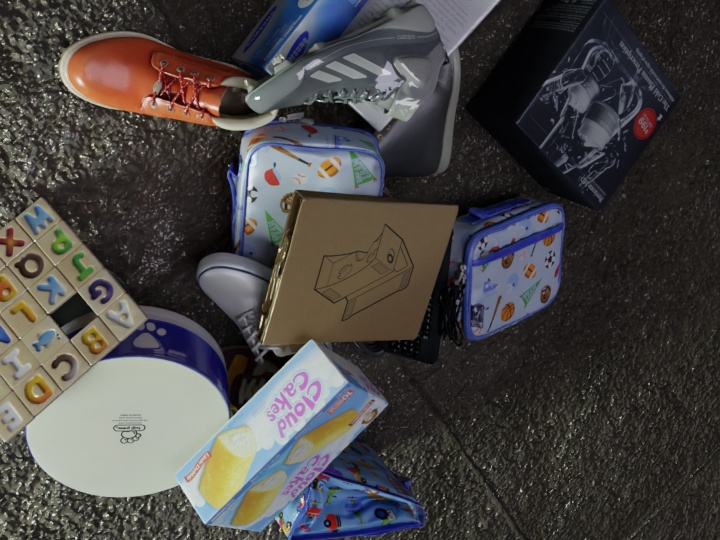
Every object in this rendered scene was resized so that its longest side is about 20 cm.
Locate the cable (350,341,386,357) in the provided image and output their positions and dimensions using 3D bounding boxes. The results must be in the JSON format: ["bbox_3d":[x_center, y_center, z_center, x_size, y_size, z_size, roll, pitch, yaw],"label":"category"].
[{"bbox_3d":[-0.037,0.057,0.993,0.200,0.050,0.097,7,114,-42],"label":"cable"}]

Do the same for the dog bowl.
[{"bbox_3d":[-0.235,0.137,0.841,0.200,0.079,0.200,-7,126,-10],"label":"dog bowl"}]

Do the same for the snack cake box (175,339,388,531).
[{"bbox_3d":[-0.078,0.175,0.852,0.200,0.067,0.115,-45,148,2],"label":"snack cake box"}]

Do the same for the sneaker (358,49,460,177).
[{"bbox_3d":[0.048,-0.194,0.914,0.106,0.075,0.200,-15,117,-26],"label":"sneaker"}]

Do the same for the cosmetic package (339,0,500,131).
[{"bbox_3d":[0.051,-0.249,0.842,0.101,0.071,0.200,43,98,-6],"label":"cosmetic package"}]

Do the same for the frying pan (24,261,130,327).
[{"bbox_3d":[-0.316,0.062,0.831,0.190,0.031,0.115,-42,127,9],"label":"frying pan"}]

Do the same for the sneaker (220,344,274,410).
[{"bbox_3d":[-0.101,0.134,0.949,0.200,0.090,0.075,-2,110,-30],"label":"sneaker"}]

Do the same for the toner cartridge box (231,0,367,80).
[{"bbox_3d":[-0.039,-0.272,0.821,0.043,0.095,0.200,39,87,-34],"label":"toner cartridge box"}]

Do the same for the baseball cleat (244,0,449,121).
[{"bbox_3d":[-0.003,-0.174,0.765,0.200,0.070,0.106,-30,100,-11],"label":"baseball cleat"}]

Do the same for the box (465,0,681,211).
[{"bbox_3d":[0.267,-0.207,1.021,0.200,0.104,0.182,35,91,-35],"label":"box"}]

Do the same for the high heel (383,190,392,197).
[{"bbox_3d":[0.018,-0.028,0.971,0.096,0.067,0.200,-57,139,-12],"label":"high heel"}]

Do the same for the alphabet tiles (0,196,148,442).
[{"bbox_3d":[-0.324,0.052,0.762,0.200,0.167,0.008,-42,166,-9],"label":"alphabet tiles"}]

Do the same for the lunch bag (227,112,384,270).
[{"bbox_3d":[-0.062,-0.066,0.868,0.160,0.076,0.200,3,123,-11],"label":"lunch bag"}]

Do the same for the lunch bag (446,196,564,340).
[{"bbox_3d":[0.175,-0.010,1.037,0.200,0.076,0.160,-21,123,-37],"label":"lunch bag"}]

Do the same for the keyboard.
[{"bbox_3d":[0.071,0.033,0.955,0.040,0.104,0.200,-63,159,-52],"label":"keyboard"}]

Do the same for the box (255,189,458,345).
[{"bbox_3d":[0.000,0.000,0.851,0.200,0.021,0.164,1,116,-36],"label":"box"}]

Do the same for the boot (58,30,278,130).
[{"bbox_3d":[-0.175,-0.175,0.774,0.200,0.107,0.075,3,109,-30],"label":"boot"}]

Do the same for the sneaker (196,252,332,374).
[{"bbox_3d":[-0.096,0.059,0.869,0.073,0.071,0.200,-28,127,26],"label":"sneaker"}]

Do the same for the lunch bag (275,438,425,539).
[{"bbox_3d":[-0.019,0.252,1.009,0.200,0.151,0.094,14,102,-33],"label":"lunch bag"}]
